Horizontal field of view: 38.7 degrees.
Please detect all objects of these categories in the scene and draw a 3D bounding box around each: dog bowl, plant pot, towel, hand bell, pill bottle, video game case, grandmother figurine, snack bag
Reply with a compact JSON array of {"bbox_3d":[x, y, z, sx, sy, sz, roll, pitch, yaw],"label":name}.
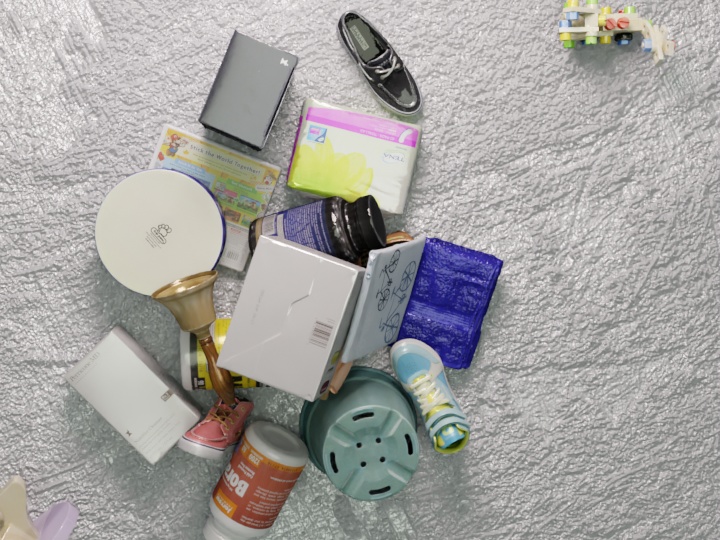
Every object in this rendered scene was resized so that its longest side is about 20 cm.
[{"bbox_3d":[-0.310,-0.059,1.601,0.200,0.079,0.201,0,95,-6],"label":"dog bowl"},{"bbox_3d":[0.006,0.265,1.623,0.200,0.196,0.201,0,94,-5],"label":"plant pot"},{"bbox_3d":[0.140,0.057,1.681,0.147,0.050,0.200,15,101,-8],"label":"towel"},{"bbox_3d":[-0.230,0.111,1.542,0.104,0.104,0.200,-20,103,-4],"label":"hand bell"},{"bbox_3d":[-0.183,0.131,1.633,0.200,0.114,0.115,-2,95,-5],"label":"pill bottle"},{"bbox_3d":[-0.066,-0.052,1.607,0.200,0.112,0.112,-15,96,14],"label":"pill bottle"},{"bbox_3d":[-0.252,-0.116,1.654,0.200,0.023,0.182,21,92,-6],"label":"video game case"},{"bbox_3d":[-0.173,0.352,1.644,0.112,0.112,0.200,26,103,-7],"label":"pill bottle"},{"bbox_3d":[-0.015,0.116,1.646,0.061,0.121,0.200,34,59,9],"label":"grandmother figurine"},{"bbox_3d":[0.032,0.045,1.575,0.021,0.200,0.189,23,108,21],"label":"snack bag"}]

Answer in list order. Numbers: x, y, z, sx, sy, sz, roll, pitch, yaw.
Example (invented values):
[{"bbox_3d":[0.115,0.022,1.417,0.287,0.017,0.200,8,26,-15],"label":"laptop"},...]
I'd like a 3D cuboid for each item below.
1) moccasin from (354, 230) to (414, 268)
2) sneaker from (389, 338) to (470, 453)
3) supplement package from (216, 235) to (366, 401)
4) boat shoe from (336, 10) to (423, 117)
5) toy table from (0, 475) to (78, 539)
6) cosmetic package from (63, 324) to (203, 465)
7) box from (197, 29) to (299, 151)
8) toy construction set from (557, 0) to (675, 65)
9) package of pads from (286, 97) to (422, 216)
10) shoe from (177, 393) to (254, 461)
[{"bbox_3d":[0.001,0.002,1.661,0.201,0.078,0.074,-22,96,-4],"label":"moccasin"},{"bbox_3d":[0.118,0.208,1.637,0.079,0.131,0.200,-31,116,7],"label":"sneaker"},{"bbox_3d":[-0.096,0.067,1.505,0.155,0.111,0.200,20,95,8],"label":"supplement package"},{"bbox_3d":[0.034,-0.332,1.644,0.072,0.068,0.200,-35,97,-2],"label":"boat shoe"},{"bbox_3d":[-0.554,0.415,1.596,0.200,0.184,0.117,-49,114,-9],"label":"toy table"},{"bbox_3d":[-0.360,0.196,1.636,0.200,0.081,0.113,44,91,-8],"label":"cosmetic package"},{"bbox_3d":[-0.169,-0.269,1.561,0.104,0.200,0.148,23,92,-7],"label":"box"},{"bbox_3d":[0.406,-0.391,1.648,0.200,0.131,0.092,13,93,-7],"label":"toy construction set"},{"bbox_3d":[-0.011,-0.178,1.651,0.200,0.068,0.155,13,92,-6],"label":"package of pads"},{"bbox_3d":[-0.223,0.238,1.599,0.071,0.200,0.091,20,88,9],"label":"shoe"}]
